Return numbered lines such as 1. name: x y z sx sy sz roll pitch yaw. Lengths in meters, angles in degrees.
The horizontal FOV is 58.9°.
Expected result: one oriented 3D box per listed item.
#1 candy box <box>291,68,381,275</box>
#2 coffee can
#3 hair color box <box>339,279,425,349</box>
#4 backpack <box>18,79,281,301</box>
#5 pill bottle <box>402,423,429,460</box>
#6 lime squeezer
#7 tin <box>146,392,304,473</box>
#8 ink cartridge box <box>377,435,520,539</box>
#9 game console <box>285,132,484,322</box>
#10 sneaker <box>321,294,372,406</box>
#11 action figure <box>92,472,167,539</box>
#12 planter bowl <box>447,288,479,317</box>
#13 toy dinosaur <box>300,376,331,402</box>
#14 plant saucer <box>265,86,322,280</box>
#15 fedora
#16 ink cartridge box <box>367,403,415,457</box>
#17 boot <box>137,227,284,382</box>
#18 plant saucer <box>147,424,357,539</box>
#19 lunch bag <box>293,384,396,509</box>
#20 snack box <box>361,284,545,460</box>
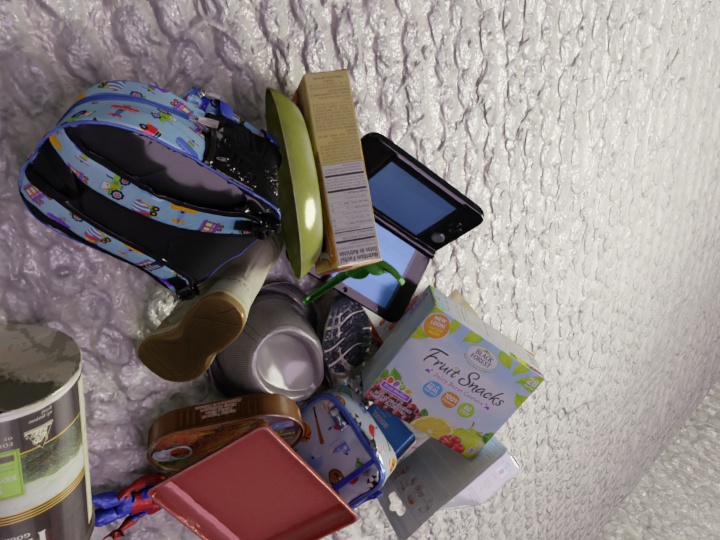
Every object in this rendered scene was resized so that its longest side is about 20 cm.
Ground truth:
1. candy box: -0.032 -0.102 0.709 0.054 0.115 0.205 -10 89 -15
2. coffee can: -0.337 0.176 0.609 0.144 0.145 0.205 -14 122 -39
3. hair color box: 0.035 0.031 0.965 0.111 0.063 0.202 -46 136 -16
4. backpack: -0.189 -0.086 0.578 0.198 0.137 0.181 26 138 -36
5. pill bottle: 0.128 0.337 1.202 0.108 0.108 0.203 -36 134 -24
6. lime squeezer: 0.000 0.000 0.779 0.070 0.198 0.038 -35 104 -36
7. tin: -0.170 0.208 0.809 0.195 0.042 0.114 -9 135 -7
8. ink cartridge box: 0.124 0.314 0.959 0.199 0.160 0.048 -40 106 -6
9. game console: 0.033 -0.047 0.821 0.198 0.170 0.120 30 54 -23
10. sneaker: -0.032 0.113 0.929 0.076 0.086 0.204 -20 129 -22
11. action figure: -0.301 0.293 0.790 0.197 0.051 0.067 3 106 -48
12. planter bowl: 0.136 0.151 1.017 0.201 0.134 0.200 -47 172 -9
13. toy dinosaur: -0.044 0.239 1.008 0.106 0.060 0.202 -44 137 -19
14. plant saucer: -0.071 -0.093 0.685 0.030 0.201 0.204 -9 123 -11
15. fedora: -0.107 0.114 0.846 0.177 0.090 0.201 -46 138 -15
16. ink cartridge box: -0.007 0.310 1.016 0.200 0.084 0.145 -44 163 -9
17. boot: -0.169 0.034 0.738 0.072 0.199 0.156 40 41 -18
18. plant saucer: -0.134 0.289 0.817 0.198 0.037 0.201 -31 116 17
19. lunch bag: -0.051 0.267 0.883 0.199 0.162 0.075 -39 169 21
20. snack box: 0.126 0.145 0.886 0.198 0.068 0.170 32 109 -17
